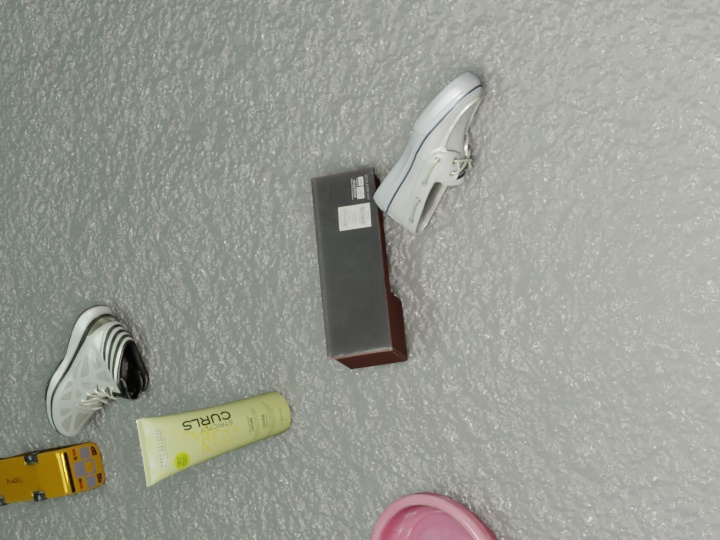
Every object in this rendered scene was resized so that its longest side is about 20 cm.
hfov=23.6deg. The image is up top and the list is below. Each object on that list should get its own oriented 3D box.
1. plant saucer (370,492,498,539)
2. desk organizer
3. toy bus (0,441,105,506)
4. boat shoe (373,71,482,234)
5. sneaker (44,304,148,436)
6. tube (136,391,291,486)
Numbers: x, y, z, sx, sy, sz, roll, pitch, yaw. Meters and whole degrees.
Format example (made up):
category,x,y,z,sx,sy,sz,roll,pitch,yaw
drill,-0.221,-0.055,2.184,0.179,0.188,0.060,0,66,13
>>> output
category,x,y,z,sx,sy,sz,roll,pitch,yaw
plant saucer,0.093,0.332,1.841,0.200,0.051,0.201,11,106,44
desk organizer,0.000,0.000,1.844,0.072,0.077,0.200,-10,74,15
toy bus,-0.441,0.280,2.373,0.200,0.078,0.065,-14,89,47
boat shoe,0.084,-0.116,1.748,0.067,0.074,0.200,45,139,12
sneaker,-0.342,0.156,2.244,0.115,0.076,0.201,42,124,35
tube,-0.169,0.186,1.975,0.058,0.200,0.052,54,134,25
